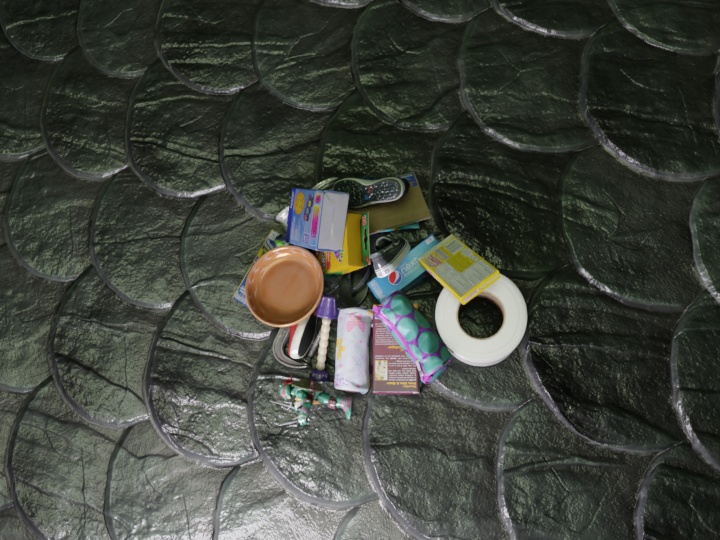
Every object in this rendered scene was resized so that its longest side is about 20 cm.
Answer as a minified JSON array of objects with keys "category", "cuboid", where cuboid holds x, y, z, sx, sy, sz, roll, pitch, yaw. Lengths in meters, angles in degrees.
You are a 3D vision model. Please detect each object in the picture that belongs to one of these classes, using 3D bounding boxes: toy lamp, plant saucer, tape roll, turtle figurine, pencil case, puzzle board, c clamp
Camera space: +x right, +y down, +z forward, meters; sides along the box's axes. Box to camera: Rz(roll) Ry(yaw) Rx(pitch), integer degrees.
[{"category":"toy lamp","cuboid":[-0.087,0.160,1.386,0.057,0.058,0.205,10,98,13]},{"category":"plant saucer","cuboid":[-0.179,0.040,1.393,0.195,0.038,0.205,-4,68,10]},{"category":"tape roll","cuboid":[0.271,0.110,1.315,0.198,0.139,0.208,-2,78,11]},{"category":"turtle figurine","cuboid":[-0.118,0.304,1.348,0.195,0.150,0.103,8,95,-2]},{"category":"pencil case","cuboid":[-0.015,0.187,1.382,0.082,0.089,0.205,-8,75,55]},{"category":"puzzle board","cuboid":[0.061,-0.163,1.449,0.195,0.018,0.153,-15,56,-2]},{"category":"pencil case","cuboid":[0.115,0.145,1.277,0.092,0.085,0.201,-24,70,-41]},{"category":"c clamp","cuboid":[-0.124,0.158,1.444,0.169,0.027,0.202,31,85,16]}]

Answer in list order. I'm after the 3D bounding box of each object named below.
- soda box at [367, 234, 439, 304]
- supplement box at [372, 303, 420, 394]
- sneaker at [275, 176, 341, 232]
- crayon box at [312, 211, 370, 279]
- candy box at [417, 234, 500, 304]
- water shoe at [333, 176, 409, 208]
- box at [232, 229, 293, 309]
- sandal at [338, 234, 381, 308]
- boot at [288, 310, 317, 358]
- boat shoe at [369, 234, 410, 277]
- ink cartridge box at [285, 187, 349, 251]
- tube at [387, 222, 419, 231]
[{"category":"soda box","cuboid":[0.116,0.004,1.406,0.198,0.068,0.065,-36,73,2]},{"category":"supplement box","cuboid":[0.087,0.185,1.364,0.108,0.086,0.205,-2,77,10]},{"category":"sneaker","cuboid":[-0.120,-0.164,1.498,0.199,0.074,0.081,-37,85,7]},{"category":"crayon box","cuboid":[-0.050,-0.060,1.395,0.050,0.199,0.130,4,76,-33]},{"category":"candy box","cuboid":[0.213,-0.007,1.278,0.101,0.027,0.200,-36,34,-2]},{"category":"water shoe","cuboid":[0.027,-0.194,1.433,0.196,0.078,0.073,4,103,29]},{"category":"box","cuboid":[-0.240,0.003,1.478,0.063,0.070,0.203,29,85,15]},{"category":"sandal","cuboid":[0.000,-0.001,1.444,0.075,0.043,0.204,22,83,15]},{"category":"boot","cuboid":[-0.180,0.112,1.427,0.141,0.073,0.204,5,67,17]},{"category":"boat shoe","cuboid":[0.064,-0.050,1.363,0.071,0.200,0.069,-24,102,26]},{"category":"ink cartridge box","cuboid":[-0.114,-0.124,1.391,0.075,0.199,0.140,5,95,-31]},{"category":"tube","cuboid":[0.046,-0.124,1.461,0.195,0.051,0.079,-9,69,6]}]
